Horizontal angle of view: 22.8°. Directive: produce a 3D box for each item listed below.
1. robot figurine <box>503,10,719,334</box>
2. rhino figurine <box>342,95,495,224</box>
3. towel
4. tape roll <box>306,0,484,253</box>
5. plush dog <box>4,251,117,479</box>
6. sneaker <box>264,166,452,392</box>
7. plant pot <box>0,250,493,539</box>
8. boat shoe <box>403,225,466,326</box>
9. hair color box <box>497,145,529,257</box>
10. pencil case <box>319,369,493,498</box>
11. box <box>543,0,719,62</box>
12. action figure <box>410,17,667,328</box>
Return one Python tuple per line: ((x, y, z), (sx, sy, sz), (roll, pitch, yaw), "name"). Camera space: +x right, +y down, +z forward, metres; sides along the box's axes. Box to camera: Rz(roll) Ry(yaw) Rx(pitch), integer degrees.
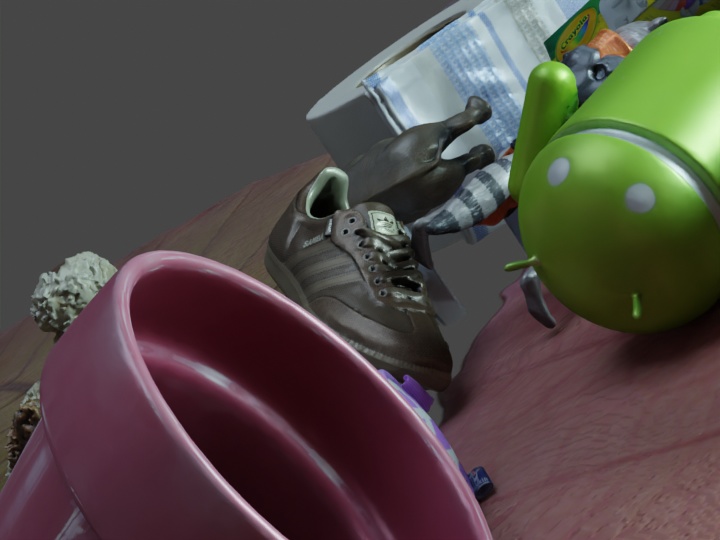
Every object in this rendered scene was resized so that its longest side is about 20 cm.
((0.158, -0.049, 0.904), (0.175, 0.116, 0.200), (18, 50, 35), "robot figurine")
((0.015, -0.057, 1.263), (0.087, 0.060, 0.200), (-35, 5, -34), "rhino figurine")
((0.118, -0.131, 1.318), (0.199, 0.147, 0.024), (-35, 6, -8), "towel")
((0.075, -0.121, 1.430), (0.202, 0.140, 0.203), (-34, 10, 7), "tape roll")
((-0.198, 0.110, 1.352), (0.172, 0.160, 0.200), (-53, -12, -17), "plush dog")
((0.000, 0.000, 1.059), (0.200, 0.070, 0.076), (41, 112, 53), "sneaker")
((-0.074, 0.122, 0.725), (0.179, 0.200, 0.200), (-47, 7, 18), "plant pot")
((0.010, 0.024, 1.197), (0.091, 0.071, 0.200), (-35, 3, -3), "boat shoe")
((0.185, -0.093, 1.185), (0.199, 0.061, 0.099), (-32, 11, 18), "hair color box")
((-0.041, 0.124, 0.850), (0.199, 0.084, 0.086), (-33, 31, 4), "pencil case")
((0.233, -0.187, 1.214), (0.117, 0.049, 0.200), (16, -45, -42), "box")
((0.134, -0.066, 1.037), (0.194, 0.105, 0.200), (-54, 32, -10), "action figure")
